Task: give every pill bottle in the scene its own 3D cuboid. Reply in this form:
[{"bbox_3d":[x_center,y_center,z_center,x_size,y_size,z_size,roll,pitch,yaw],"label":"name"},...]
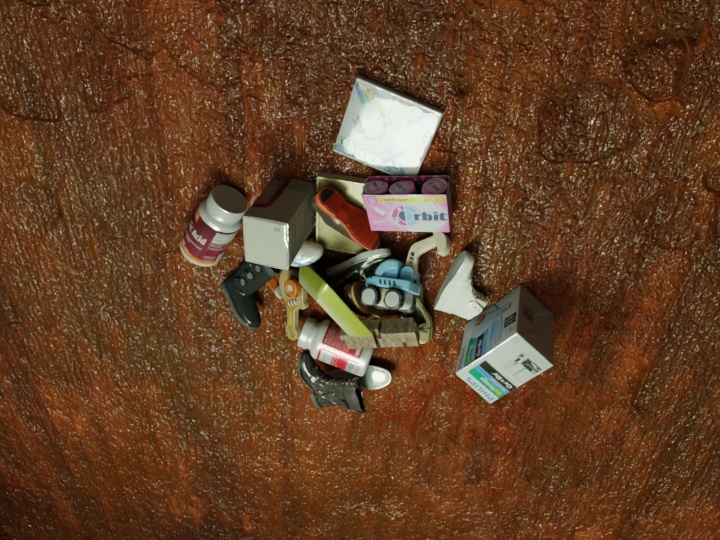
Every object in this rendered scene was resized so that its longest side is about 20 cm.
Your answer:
[{"bbox_3d":[-0.369,-0.112,1.579,0.114,0.114,0.200,34,127,-8],"label":"pill bottle"},{"bbox_3d":[-0.066,0.203,1.711,0.199,0.113,0.113,21,128,2],"label":"pill bottle"}]

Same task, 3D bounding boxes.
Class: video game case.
[{"bbox_3d":[0.057,-0.304,1.372,0.199,0.022,0.183,23,127,1],"label":"video game case"}]

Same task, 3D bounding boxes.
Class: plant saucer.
[{"bbox_3d":[-0.076,0.080,1.569,0.048,0.200,0.200,-43,118,-5],"label":"plant saucer"}]

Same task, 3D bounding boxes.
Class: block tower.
[{"bbox_3d":[0.051,0.162,1.612,0.198,0.054,0.058,-3,133,17],"label":"block tower"}]

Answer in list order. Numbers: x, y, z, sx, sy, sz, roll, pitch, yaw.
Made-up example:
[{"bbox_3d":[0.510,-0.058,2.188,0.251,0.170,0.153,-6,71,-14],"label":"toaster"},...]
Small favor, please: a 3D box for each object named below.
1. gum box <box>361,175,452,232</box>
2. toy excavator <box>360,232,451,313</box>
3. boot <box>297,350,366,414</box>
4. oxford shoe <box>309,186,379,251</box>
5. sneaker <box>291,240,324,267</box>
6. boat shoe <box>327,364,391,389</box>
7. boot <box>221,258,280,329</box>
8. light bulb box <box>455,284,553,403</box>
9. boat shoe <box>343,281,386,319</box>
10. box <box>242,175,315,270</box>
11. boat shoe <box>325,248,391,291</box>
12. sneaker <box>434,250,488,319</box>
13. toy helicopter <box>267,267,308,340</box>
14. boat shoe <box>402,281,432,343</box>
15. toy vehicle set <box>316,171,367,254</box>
[{"bbox_3d":[0.105,-0.151,1.422,0.198,0.066,0.114,2,140,15],"label":"gum box"},{"bbox_3d":[0.109,0.000,1.499,0.193,0.100,0.202,6,84,29],"label":"toy excavator"},{"bbox_3d":[-0.073,0.307,1.743,0.173,0.069,0.201,-8,112,36],"label":"boot"},{"bbox_3d":[-0.036,-0.118,1.483,0.200,0.071,0.072,44,153,-19],"label":"oxford shoe"},{"bbox_3d":[-0.189,-0.059,1.556,0.198,0.072,0.073,8,150,12],"label":"sneaker"},{"bbox_3d":[0.000,0.299,1.794,0.199,0.060,0.076,-2,99,20],"label":"boat shoe"},{"bbox_3d":[-0.272,0.044,1.668,0.200,0.066,0.165,-38,84,32],"label":"boot"},{"bbox_3d":[0.350,0.177,1.512,0.125,0.199,0.200,41,125,-11],"label":"light bulb box"},{"bbox_3d":[-0.002,0.082,1.584,0.070,0.071,0.200,-2,157,24],"label":"boat shoe"},{"bbox_3d":[-0.186,-0.115,1.467,0.108,0.200,0.129,12,127,10],"label":"box"},{"bbox_3d":[0.000,0.000,1.565,0.199,0.070,0.064,-24,74,36],"label":"boat shoe"},{"bbox_3d":[0.265,0.040,1.527,0.115,0.074,0.201,21,137,0],"label":"sneaker"},{"bbox_3d":[-0.190,0.090,1.683,0.132,0.079,0.202,17,114,37],"label":"toy helicopter"},{"bbox_3d":[0.142,0.116,1.617,0.073,0.063,0.202,0,124,17],"label":"boat shoe"},{"bbox_3d":[-0.045,-0.136,1.519,0.123,0.027,0.201,11,127,9],"label":"toy vehicle set"}]
